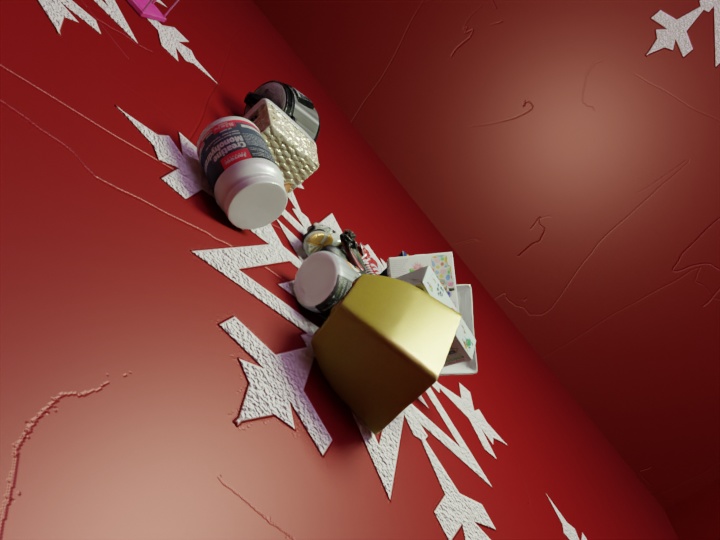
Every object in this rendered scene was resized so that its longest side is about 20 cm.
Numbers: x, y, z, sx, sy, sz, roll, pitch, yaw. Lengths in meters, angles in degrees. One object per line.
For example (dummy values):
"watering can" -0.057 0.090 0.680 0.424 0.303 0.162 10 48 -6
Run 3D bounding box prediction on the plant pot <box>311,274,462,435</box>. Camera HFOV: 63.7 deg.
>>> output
"plant pot" 0.030 0.126 1.043 0.199 0.196 0.195 38 37 -1

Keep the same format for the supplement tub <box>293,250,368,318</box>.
"supplement tub" -0.034 0.048 1.204 0.199 0.122 0.123 31 25 -49

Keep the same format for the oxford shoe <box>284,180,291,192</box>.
"oxford shoe" -0.205 -0.174 1.368 0.200 0.070 0.072 -59 136 -73

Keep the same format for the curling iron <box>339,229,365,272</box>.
"curling iron" 0.000 0.000 1.313 0.202 0.025 0.050 68 -24 3

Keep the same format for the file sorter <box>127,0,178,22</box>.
"file sorter" -0.589 -0.799 1.557 0.200 0.125 0.139 48 16 -8

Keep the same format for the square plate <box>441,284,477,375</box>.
"square plate" 0.160 0.137 1.314 0.028 0.195 0.203 105 -18 -82

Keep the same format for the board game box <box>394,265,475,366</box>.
"board game box" 0.117 0.105 1.151 0.201 0.146 0.064 56 33 -21

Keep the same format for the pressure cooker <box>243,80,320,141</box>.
"pressure cooker" -0.229 -0.427 1.628 0.199 0.174 0.181 25 56 -54

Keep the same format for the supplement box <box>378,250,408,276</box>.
"supplement box" 0.137 0.070 1.398 0.200 0.109 0.110 43 14 -11

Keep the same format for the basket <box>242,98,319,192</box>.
"basket" -0.216 -0.314 1.495 0.200 0.135 0.124 37 25 -39

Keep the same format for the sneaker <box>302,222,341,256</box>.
"sneaker" -0.106 -0.074 1.400 0.087 0.076 0.200 39 9 15

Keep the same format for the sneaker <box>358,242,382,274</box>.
"sneaker" 0.013 0.000 1.526 0.113 0.071 0.200 48 9 -23

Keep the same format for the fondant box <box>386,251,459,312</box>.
"fondant box" 0.139 0.068 1.279 0.058 0.142 0.203 106 -21 -83

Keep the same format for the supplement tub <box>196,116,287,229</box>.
"supplement tub" -0.237 -0.197 1.162 0.140 0.140 0.201 27 28 -54

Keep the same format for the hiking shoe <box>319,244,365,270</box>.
"hiking shoe" -0.047 -0.028 1.392 0.200 0.075 0.102 43 33 -58
